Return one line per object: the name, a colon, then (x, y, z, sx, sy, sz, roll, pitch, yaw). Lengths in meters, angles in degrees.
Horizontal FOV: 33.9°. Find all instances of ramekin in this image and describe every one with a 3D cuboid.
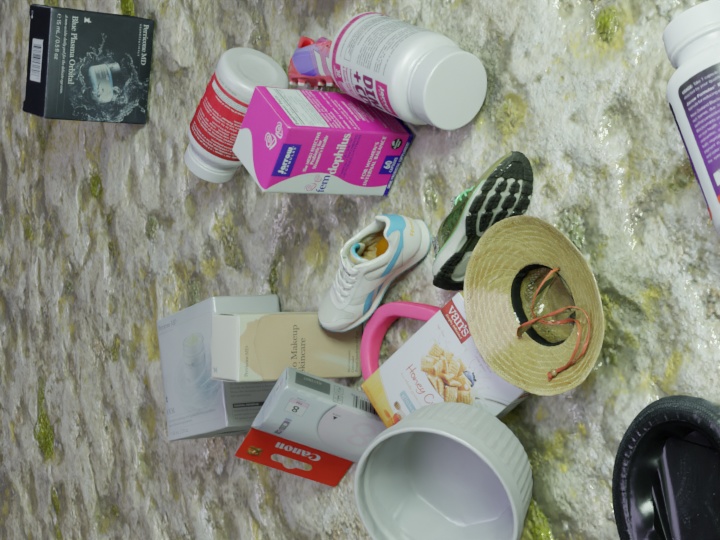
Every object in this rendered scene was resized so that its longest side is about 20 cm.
ramekin: (0.102, 0.245, 1.352, 0.200, 0.105, 0.200, 10, 115, 23)

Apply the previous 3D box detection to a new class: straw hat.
straw hat: (0.210, 0.036, 1.273, 0.201, 0.085, 0.201, 10, 104, 50)

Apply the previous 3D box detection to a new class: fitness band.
fitness band: (0.069, 0.113, 1.513, 0.200, 0.037, 0.144, 8, 97, 53)

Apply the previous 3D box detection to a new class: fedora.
fedora: (0.328, 0.215, 1.105, 0.200, 0.092, 0.201, 1, 91, 54)

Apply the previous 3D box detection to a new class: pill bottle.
pill bottle: (0.058, -0.245, 1.455, 0.200, 0.113, 0.114, 33, 117, 49)
pill bottle: (0.343, -0.139, 1.062, 0.111, 0.111, 0.200, -37, 62, 48)
pill bottle: (-0.197, -0.234, 1.814, 0.200, 0.112, 0.112, -56, 48, 38)

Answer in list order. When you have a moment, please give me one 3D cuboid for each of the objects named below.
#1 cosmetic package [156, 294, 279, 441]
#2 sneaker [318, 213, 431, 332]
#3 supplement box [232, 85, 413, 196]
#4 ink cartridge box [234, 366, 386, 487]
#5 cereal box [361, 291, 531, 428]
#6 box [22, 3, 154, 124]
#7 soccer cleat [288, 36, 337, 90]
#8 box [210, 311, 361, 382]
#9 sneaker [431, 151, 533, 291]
cosmetic package: (-0.216, 0.153, 1.840, 0.199, 0.123, 0.200, -22, 72, 52)
sneaker: (0.000, 0.000, 1.538, 0.200, 0.081, 0.077, -50, 49, 25)
supplement box: (-0.048, -0.166, 1.531, 0.103, 0.200, 0.101, 54, 132, 39)
ink cartridge box: (-0.064, 0.230, 1.597, 0.057, 0.162, 0.200, -90, 25, -53)
cereal box: (0.103, 0.139, 1.417, 0.200, 0.040, 0.144, -47, 65, 33)
box: (-0.496, -0.374, 2.152, 0.117, 0.200, 0.197, 21, 108, 53)
soccer cleat: (-0.037, -0.289, 1.635, 0.200, 0.067, 0.077, 13, 97, 56)
box: (-0.100, 0.102, 1.608, 0.078, 0.200, 0.095, 0, 91, 54)
sneaker: (0.130, -0.072, 1.400, 0.200, 0.077, 0.089, -59, 38, 33)
